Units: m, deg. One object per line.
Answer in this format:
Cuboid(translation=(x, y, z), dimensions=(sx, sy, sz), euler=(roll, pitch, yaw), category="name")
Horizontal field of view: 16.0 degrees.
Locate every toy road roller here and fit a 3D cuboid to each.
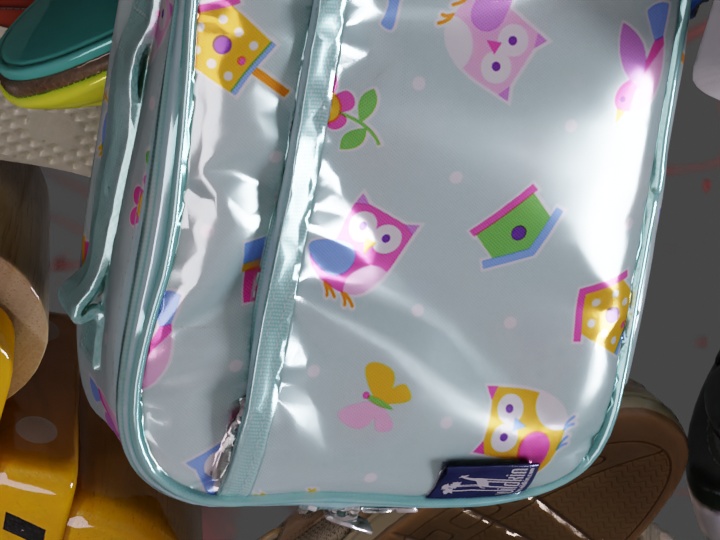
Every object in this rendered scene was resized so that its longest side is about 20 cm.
Cuboid(translation=(-0.117, 0.057, 0.878), dimensions=(0.146, 0.123, 0.200), euler=(10, 123, -13), category="toy road roller")

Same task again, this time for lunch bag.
Cuboid(translation=(0.002, -0.026, 0.712), dimensions=(0.160, 0.077, 0.200), euler=(1, 108, -25), category="lunch bag")

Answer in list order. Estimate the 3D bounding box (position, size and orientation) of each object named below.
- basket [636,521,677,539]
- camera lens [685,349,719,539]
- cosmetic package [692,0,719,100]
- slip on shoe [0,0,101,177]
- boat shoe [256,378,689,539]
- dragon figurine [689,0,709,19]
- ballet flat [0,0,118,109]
Cuboid(translation=(0.069, 0.186, 0.861), dimensions=(0.136, 0.200, 0.123), euler=(-35, 129, 25), category="basket")
Cuboid(translation=(0.215, 0.070, 0.800), dimensions=(0.200, 0.160, 0.160), euler=(40, 118, -14), category="camera lens")
Cuboid(translation=(0.215, -0.100, 0.625), dimensions=(0.165, 0.200, 0.165), euler=(20, 82, -21), category="cosmetic package")
Cuboid(translation=(-0.069, -0.062, 0.832), dimensions=(0.200, 0.061, 0.074), euler=(13, 143, -12), category="slip on shoe")
Cuboid(translation=(0.020, 0.082, 0.840), dimensions=(0.072, 0.065, 0.200), euler=(30, 127, -32), category="boat shoe")
Cuboid(translation=(0.116, -0.116, 0.769), dimensions=(0.099, 0.059, 0.200), euler=(4, 119, 8), category="dragon figurine")
Cuboid(translation=(-0.014, -0.097, 0.772), dimensions=(0.200, 0.067, 0.067), euler=(-38, 125, -2), category="ballet flat")
